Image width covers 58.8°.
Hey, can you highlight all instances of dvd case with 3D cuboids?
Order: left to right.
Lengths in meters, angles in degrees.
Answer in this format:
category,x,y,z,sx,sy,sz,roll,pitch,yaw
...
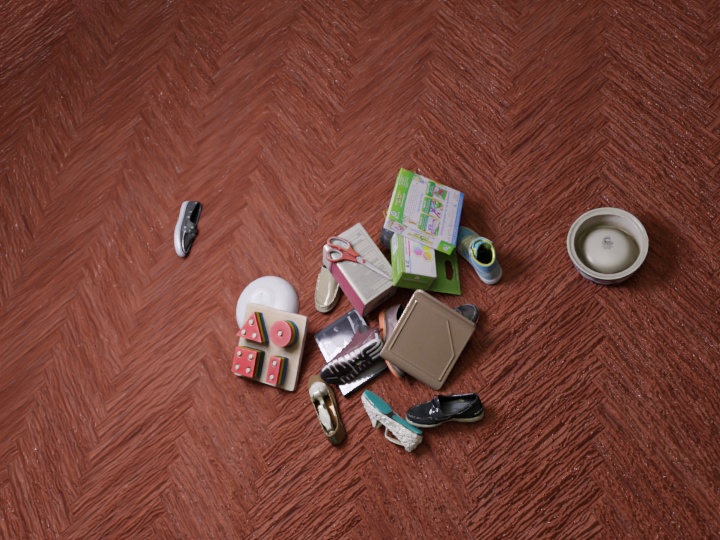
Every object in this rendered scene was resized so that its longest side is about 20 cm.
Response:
category,x,y,z,sx,sy,sz,roll,pitch,yaw
dvd case,-0.026,0.219,1.734,0.148,0.025,0.203,-32,60,1

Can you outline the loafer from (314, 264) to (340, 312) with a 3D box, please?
category,x,y,z,sx,sy,sz,roll,pitch,yaw
loafer,-0.088,0.019,1.827,0.073,0.069,0.206,7,67,21

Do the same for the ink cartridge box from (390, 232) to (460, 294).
category,x,y,z,sx,sy,sz,roll,pitch,yaw
ink cartridge box,0.184,-0.028,1.700,0.193,0.076,0.152,8,58,-14

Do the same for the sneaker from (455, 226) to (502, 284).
category,x,y,z,sx,sy,sz,roll,pitch,yaw
sneaker,0.305,-0.069,1.704,0.079,0.131,0.201,-37,59,-2

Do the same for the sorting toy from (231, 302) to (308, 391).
category,x,y,z,sx,sy,sz,roll,pitch,yaw
sorting toy,-0.257,0.207,1.748,0.194,0.069,0.206,11,90,22

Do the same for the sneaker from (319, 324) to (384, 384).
category,x,y,z,sx,sy,sz,roll,pitch,yaw
sneaker,-0.021,0.215,1.692,0.196,0.076,0.117,-30,31,17

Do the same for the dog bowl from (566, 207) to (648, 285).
category,x,y,z,sx,sy,sz,roll,pitch,yaw
dog bowl,0.625,-0.054,1.624,0.193,0.074,0.206,-8,62,15

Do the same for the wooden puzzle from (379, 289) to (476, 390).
category,x,y,z,sx,sy,sz,roll,pitch,yaw
wooden puzzle,0.169,0.174,1.606,0.182,0.037,0.204,30,100,-6

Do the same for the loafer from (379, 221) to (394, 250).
category,x,y,z,sx,sy,sz,roll,pitch,yaw
loafer,0.133,-0.055,1.798,0.072,0.073,0.200,-27,65,-42

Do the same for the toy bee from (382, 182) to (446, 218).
category,x,y,z,sx,sy,sz,roll,pitch,yaw
toy bee,0.155,-0.191,1.816,0.199,0.109,0.131,-43,102,10

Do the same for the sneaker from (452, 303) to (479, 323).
category,x,y,z,sx,sy,sz,roll,pitch,yaw
sneaker,0.216,0.137,1.654,0.195,0.096,0.080,-27,57,2

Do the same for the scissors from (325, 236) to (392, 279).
category,x,y,z,sx,sy,sz,roll,pitch,yaw
scissors,-0.001,-0.035,1.690,0.194,0.014,0.075,17,66,3

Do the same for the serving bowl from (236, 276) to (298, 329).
category,x,y,z,sx,sy,sz,roll,pitch,yaw
serving bowl,-0.279,0.103,1.852,0.193,0.066,0.206,-8,62,14

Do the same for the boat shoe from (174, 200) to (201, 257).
category,x,y,z,sx,sy,sz,roll,pitch,yaw
boat shoe,-0.555,-0.140,2.063,0.055,0.069,0.206,-7,61,14

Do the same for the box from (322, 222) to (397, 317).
category,x,y,z,sx,sy,sz,roll,pitch,yaw
box,0.000,0.000,1.744,0.126,0.110,0.202,-32,74,-17

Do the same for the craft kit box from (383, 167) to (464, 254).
category,x,y,z,sx,sy,sz,roll,pitch,yaw
craft kit box,0.173,-0.161,1.711,0.192,0.049,0.204,23,50,-6

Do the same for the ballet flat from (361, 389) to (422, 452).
category,x,y,z,sx,sy,sz,roll,pitch,yaw
ballet flat,0.067,0.382,1.602,0.198,0.072,0.072,33,78,29

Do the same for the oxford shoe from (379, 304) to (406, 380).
category,x,y,z,sx,sy,sz,roll,pitch,yaw
oxford shoe,0.098,0.183,1.672,0.072,0.070,0.206,-29,56,30

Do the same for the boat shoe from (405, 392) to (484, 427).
category,x,y,z,sx,sy,sz,roll,pitch,yaw
boat shoe,0.203,0.333,1.563,0.192,0.068,0.075,-4,35,14

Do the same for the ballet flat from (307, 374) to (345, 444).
category,x,y,z,sx,sy,sz,roll,pitch,yaw
ballet flat,-0.097,0.353,1.663,0.066,0.073,0.204,-25,59,5
